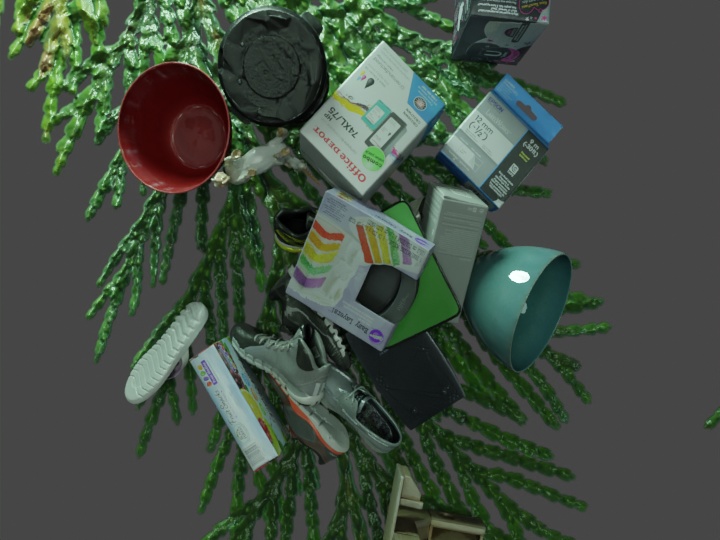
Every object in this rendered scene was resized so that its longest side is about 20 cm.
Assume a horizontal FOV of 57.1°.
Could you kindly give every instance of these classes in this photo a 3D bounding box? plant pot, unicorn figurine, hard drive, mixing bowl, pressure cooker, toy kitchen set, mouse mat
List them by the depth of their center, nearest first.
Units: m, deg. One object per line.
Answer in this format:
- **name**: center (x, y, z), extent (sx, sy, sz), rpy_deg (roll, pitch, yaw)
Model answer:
- **mouse mat**: center (0.054, 0.010, 1.057), extent (0.158, 0.008, 0.204), rpy_deg (-27, 91, 27)
- **toy kitchen set**: center (0.129, 0.415, 1.062), extent (0.174, 0.200, 0.169), rpy_deg (10, 89, -1)
- **pressure cooker**: center (-0.136, -0.329, 1.070), extent (0.170, 0.200, 0.185), rpy_deg (-5, 106, -4)
- **unicorn figurine**: center (-0.152, -0.178, 1.076), extent (0.194, 0.137, 0.076), rpy_deg (-10, 88, -16)
- **plant pot**: center (0.244, 0.045, 1.095), extent (0.133, 0.199, 0.204), rpy_deg (26, 88, 34)
- **mixing bowl**: center (-0.289, -0.228, 1.101), extent (0.193, 0.108, 0.208), rpy_deg (1, 93, 11)
- **hard drive**: center (0.077, 0.154, 1.125), extent (0.134, 0.042, 0.202), rpy_deg (-35, 91, 21)

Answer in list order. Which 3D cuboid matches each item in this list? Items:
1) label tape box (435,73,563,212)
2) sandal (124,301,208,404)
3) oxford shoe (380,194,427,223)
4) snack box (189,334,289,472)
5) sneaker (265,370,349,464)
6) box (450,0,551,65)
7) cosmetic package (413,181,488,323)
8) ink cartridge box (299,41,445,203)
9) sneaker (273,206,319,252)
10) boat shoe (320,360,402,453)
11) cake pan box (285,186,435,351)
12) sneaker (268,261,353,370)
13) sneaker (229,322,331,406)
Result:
- **label tape box**: center (0.246, -0.227, 1.146), extent (0.143, 0.066, 0.201), rpy_deg (42, 90, 0)
- **sandal**: center (-0.321, 0.149, 1.129), extent (0.204, 0.082, 0.050), rpy_deg (-51, 133, -3)
- **oxford shoe**: center (0.074, -0.078, 1.142), extent (0.195, 0.058, 0.077), rpy_deg (-25, 91, 0)
- **snack box**: center (-0.194, 0.212, 1.087), extent (0.052, 0.142, 0.204), rpy_deg (-30, 90, 0)
- **sneaker**: center (-0.107, 0.247, 1.124), extent (0.082, 0.077, 0.201), rpy_deg (-45, 78, 22)
- **box**: center (0.226, -0.425, 1.081), extent (0.128, 0.200, 0.119), rpy_deg (6, 90, -1)
- **cosmetic package**: center (0.136, -0.029, 1.084), extent (0.087, 0.107, 0.206), rpy_deg (11, 107, -12)
- **ink cartridge box**: center (0.014, -0.230, 1.093), extent (0.146, 0.146, 0.201), rpy_deg (43, 84, 0)
- **sneaker**: center (-0.057, -0.063, 1.107), extent (0.193, 0.085, 0.077), rpy_deg (1, 71, 8)
- **boat shoe**: center (-0.003, 0.223, 1.117), extent (0.201, 0.071, 0.070), rpy_deg (46, 57, -4)
- **cake pan box**: center (0.000, 0.000, 1.041), extent (0.197, 0.052, 0.188), rpy_deg (31, 112, 10)
- **sneaker**: center (-0.089, 0.093, 1.133), extent (0.089, 0.066, 0.203), rpy_deg (-34, 86, 1)
- **sneaker**: center (-0.123, 0.117, 1.083), extent (0.198, 0.075, 0.118), rpy_deg (34, 120, 16)
